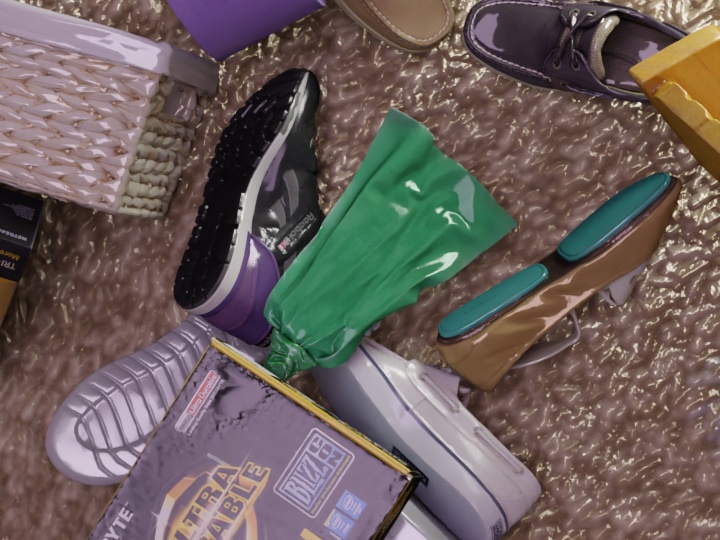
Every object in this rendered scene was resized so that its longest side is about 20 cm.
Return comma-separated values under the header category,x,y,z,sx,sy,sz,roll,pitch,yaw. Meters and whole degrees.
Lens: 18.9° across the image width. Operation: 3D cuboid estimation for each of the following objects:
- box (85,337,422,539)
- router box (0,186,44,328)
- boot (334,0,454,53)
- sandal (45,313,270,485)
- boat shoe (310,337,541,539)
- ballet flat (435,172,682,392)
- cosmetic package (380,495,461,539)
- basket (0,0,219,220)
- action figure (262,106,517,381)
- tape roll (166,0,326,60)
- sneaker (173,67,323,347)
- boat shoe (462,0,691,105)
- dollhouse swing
category,x,y,z,sx,sy,sz,roll,pitch,yaw
box,-0.079,0.170,1.376,0.159,0.049,0.200,33,91,11
router box,-0.335,-0.011,1.483,0.199,0.052,0.157,19,132,-11
boot,0.016,-0.231,1.435,0.072,0.155,0.200,-39,106,-14
sandal,-0.127,0.083,1.515,0.202,0.050,0.083,-36,76,-8
boat shoe,0.043,0.098,1.475,0.070,0.071,0.200,-34,64,-27
ballet flat,0.144,0.011,1.467,0.200,0.069,0.063,-35,107,6
cosmetic package,-0.024,0.235,1.444,0.199,0.123,0.200,42,95,12
basket,-0.219,-0.118,1.508,0.199,0.136,0.124,17,93,12
action figure,0.000,0.000,1.458,0.118,0.055,0.200,41,70,2
tape roll,-0.105,-0.249,1.460,0.085,0.200,0.201,-27,81,9
sneaker,-0.060,-0.042,1.505,0.076,0.087,0.201,-10,54,51
boat shoe,0.164,-0.151,1.467,0.199,0.065,0.072,18,89,12
dollhouse swing,0.317,-0.093,1.348,0.176,0.182,0.200,-43,51,4
